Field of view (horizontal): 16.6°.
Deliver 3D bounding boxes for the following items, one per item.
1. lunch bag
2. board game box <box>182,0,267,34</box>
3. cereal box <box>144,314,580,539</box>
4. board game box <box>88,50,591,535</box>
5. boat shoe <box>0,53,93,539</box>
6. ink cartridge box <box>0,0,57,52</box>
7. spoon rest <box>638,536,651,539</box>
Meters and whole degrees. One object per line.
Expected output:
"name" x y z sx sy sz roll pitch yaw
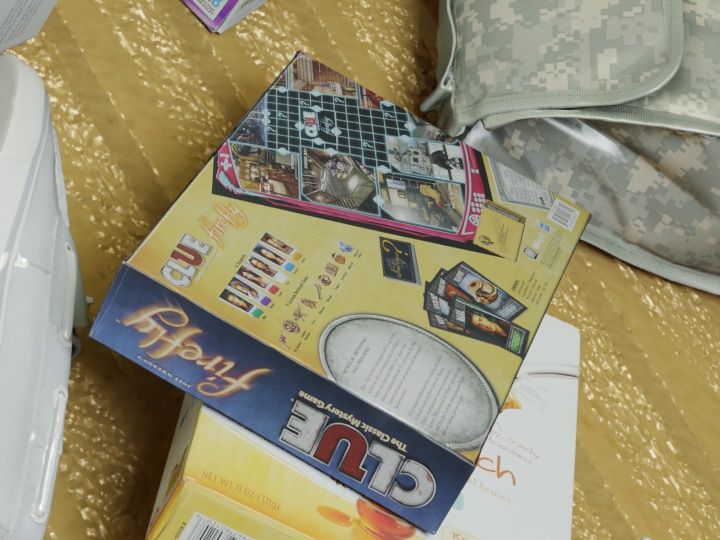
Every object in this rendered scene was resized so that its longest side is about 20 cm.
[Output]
"lunch bag" 0.125 -0.096 1.074 0.199 0.118 0.165 16 51 -16
"board game box" -0.021 -0.210 0.995 0.103 0.200 0.105 45 45 3
"cereal box" 0.008 0.057 0.888 0.143 0.040 0.200 25 31 -9
"board game box" 0.000 0.000 0.893 0.135 0.035 0.200 30 30 2
"boat shoe" -0.126 0.013 0.860 0.068 0.072 0.201 37 34 -36
"ink cartridge box" -0.199 -0.142 0.863 0.145 0.145 0.200 49 45 7
"spoon rest" 0.159 0.189 0.921 0.200 0.061 0.099 44 11 -1
